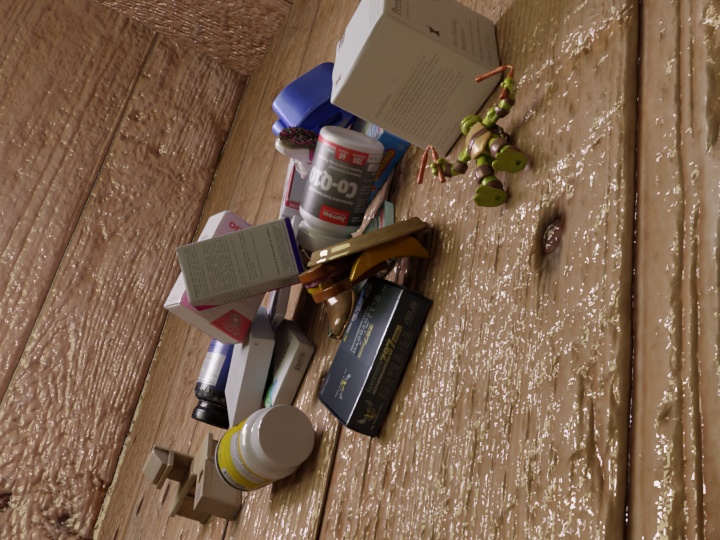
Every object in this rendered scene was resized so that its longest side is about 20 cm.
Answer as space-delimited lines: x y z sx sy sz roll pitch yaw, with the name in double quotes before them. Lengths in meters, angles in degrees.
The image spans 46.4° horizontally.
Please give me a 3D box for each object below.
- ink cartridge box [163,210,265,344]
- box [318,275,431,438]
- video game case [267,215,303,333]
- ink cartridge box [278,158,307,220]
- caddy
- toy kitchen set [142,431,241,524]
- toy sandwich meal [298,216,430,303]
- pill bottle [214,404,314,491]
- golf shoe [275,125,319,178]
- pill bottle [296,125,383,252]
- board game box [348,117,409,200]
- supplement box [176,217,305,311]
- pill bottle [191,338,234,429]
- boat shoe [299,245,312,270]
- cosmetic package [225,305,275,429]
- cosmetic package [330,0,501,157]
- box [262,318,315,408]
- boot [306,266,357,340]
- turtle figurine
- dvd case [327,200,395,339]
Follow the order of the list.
"ink cartridge box" -0.249 0.014 1.556 0.082 0.146 0.202 -11 50 55
"box" 0.016 0.113 1.171 0.202 0.051 0.158 -67 19 -1
"video game case" -0.154 0.016 1.651 0.182 0.023 0.203 129 152 -67
"ink cartridge box" -0.114 -0.178 1.752 0.200 0.082 0.147 134 146 -74
"caddy" -0.075 -0.297 1.588 0.199 0.105 0.142 -39 -18 -24
"toy kitchen set" -0.344 0.441 1.639 0.201 0.162 0.181 -59 19 24
"toy sandwich meal" 0.010 -0.016 1.196 0.205 0.203 0.071 -12 98 69
"pill bottle" -0.154 0.286 1.355 0.200 0.113 0.116 -39 33 55
"golf shoe" -0.086 -0.201 1.496 0.072 0.199 0.093 37 110 27
"pill bottle" -0.039 -0.132 1.428 0.114 0.112 0.202 -115 40 -67
"board game box" 0.018 -0.230 1.563 0.196 0.055 0.201 -53 23 38
"supplement box" -0.201 -0.008 1.433 0.101 0.197 0.105 106 147 -80
"pill bottle" -0.295 0.235 1.823 0.112 0.111 0.202 -20 50 66
"boat shoe" -0.088 -0.036 1.613 0.200 0.070 0.071 -134 64 -71
"cosmetic package" -0.215 0.187 1.612 0.151 0.051 0.202 -116 38 -65
"cosmetic package" 0.079 -0.311 1.248 0.165 0.198 0.166 -52 23 38
"box" -0.146 0.180 1.583 0.146 0.036 0.200 -67 16 3
"boot" -0.051 0.041 1.345 0.074 0.075 0.201 -58 21 22
"turtle figurine" 0.152 -0.149 1.067 0.200 0.064 0.162 -48 32 26
"dvd case" 0.000 0.000 1.399 0.201 0.022 0.147 -56 21 35
